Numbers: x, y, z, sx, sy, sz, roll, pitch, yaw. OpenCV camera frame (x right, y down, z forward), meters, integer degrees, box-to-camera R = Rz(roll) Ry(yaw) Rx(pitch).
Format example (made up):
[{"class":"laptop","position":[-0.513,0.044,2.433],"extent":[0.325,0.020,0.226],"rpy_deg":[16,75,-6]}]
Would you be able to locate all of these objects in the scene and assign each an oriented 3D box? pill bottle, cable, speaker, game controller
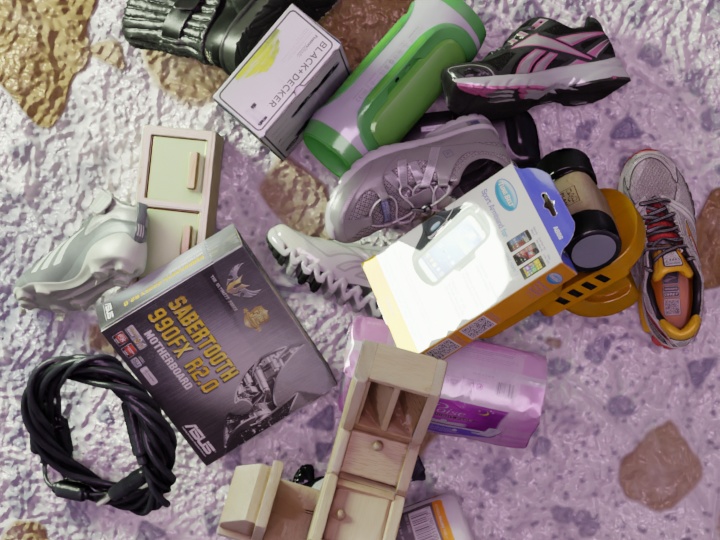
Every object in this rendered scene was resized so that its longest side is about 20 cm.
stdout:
[{"class":"pill bottle","position":[0.019,0.303,1.503],"extent":[0.200,0.116,0.117],"rpy_deg":[-21,89,2]},{"class":"cable","position":[-0.253,0.163,1.496],"extent":[0.163,0.051,0.200],"rpy_deg":[22,130,15]},{"class":"speaker","position":[0.034,-0.181,1.509],"extent":[0.088,0.088,0.200],"rpy_deg":[40,78,2]},{"class":"game controller","position":[0.082,-0.109,1.550],"extent":[0.199,0.042,0.105],"rpy_deg":[-6,75,1]}]

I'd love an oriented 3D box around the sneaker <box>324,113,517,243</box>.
[{"class":"sneaker","position":[0.058,-0.081,1.462],"extent":[0.200,0.075,0.082],"rpy_deg":[-30,48,-12]}]

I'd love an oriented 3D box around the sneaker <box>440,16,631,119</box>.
[{"class":"sneaker","position":[0.163,-0.205,1.517],"extent":[0.200,0.080,0.087],"rpy_deg":[-8,74,-27]}]

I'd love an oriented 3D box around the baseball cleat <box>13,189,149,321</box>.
[{"class":"baseball cleat","position":[-0.268,-0.018,1.517],"extent":[0.200,0.070,0.107],"rpy_deg":[-16,55,42]}]

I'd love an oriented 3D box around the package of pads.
[{"class":"package of pads","position":[0.078,0.110,1.496],"extent":[0.199,0.121,0.076],"rpy_deg":[12,68,2]}]

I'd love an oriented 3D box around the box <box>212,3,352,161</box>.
[{"class":"box","position":[-0.069,-0.176,1.470],"extent":[0.060,0.200,0.117],"rpy_deg":[41,92,3]}]

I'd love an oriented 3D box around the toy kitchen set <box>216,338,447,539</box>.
[{"class":"toy kitchen set","position":[-0.034,0.186,1.386],"extent":[0.163,0.181,0.200],"rpy_deg":[15,57,0]}]

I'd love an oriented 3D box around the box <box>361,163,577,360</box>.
[{"class":"box","position":[0.107,-0.007,1.415],"extent":[0.200,0.041,0.119],"rpy_deg":[-32,57,15]}]

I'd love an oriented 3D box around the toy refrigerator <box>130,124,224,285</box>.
[{"class":"toy refrigerator","position":[-0.187,-0.041,1.538],"extent":[0.076,0.070,0.201],"rpy_deg":[6,89,2]}]

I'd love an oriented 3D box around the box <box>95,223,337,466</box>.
[{"class":"box","position":[-0.137,0.075,1.495],"extent":[0.158,0.048,0.200],"rpy_deg":[-30,123,2]}]

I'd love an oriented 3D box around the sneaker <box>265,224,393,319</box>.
[{"class":"sneaker","position":[0.000,0.000,1.534],"extent":[0.200,0.075,0.081],"rpy_deg":[28,81,-8]}]

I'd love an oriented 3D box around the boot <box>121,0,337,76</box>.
[{"class":"boot","position":[-0.125,-0.284,1.536],"extent":[0.158,0.080,0.211],"rpy_deg":[22,56,32]}]

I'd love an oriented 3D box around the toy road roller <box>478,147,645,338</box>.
[{"class":"toy road roller","position":[0.183,-0.005,1.492],"extent":[0.200,0.123,0.146],"rpy_deg":[-30,133,17]}]

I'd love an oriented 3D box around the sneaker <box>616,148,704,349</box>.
[{"class":"sneaker","position":[0.305,-0.023,1.514],"extent":[0.078,0.082,0.201],"rpy_deg":[-12,88,2]}]

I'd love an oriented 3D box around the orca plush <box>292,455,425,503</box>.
[{"class":"orca plush","position":[-0.040,0.213,1.531],"extent":[0.200,0.105,0.071],"rpy_deg":[-33,57,4]}]
